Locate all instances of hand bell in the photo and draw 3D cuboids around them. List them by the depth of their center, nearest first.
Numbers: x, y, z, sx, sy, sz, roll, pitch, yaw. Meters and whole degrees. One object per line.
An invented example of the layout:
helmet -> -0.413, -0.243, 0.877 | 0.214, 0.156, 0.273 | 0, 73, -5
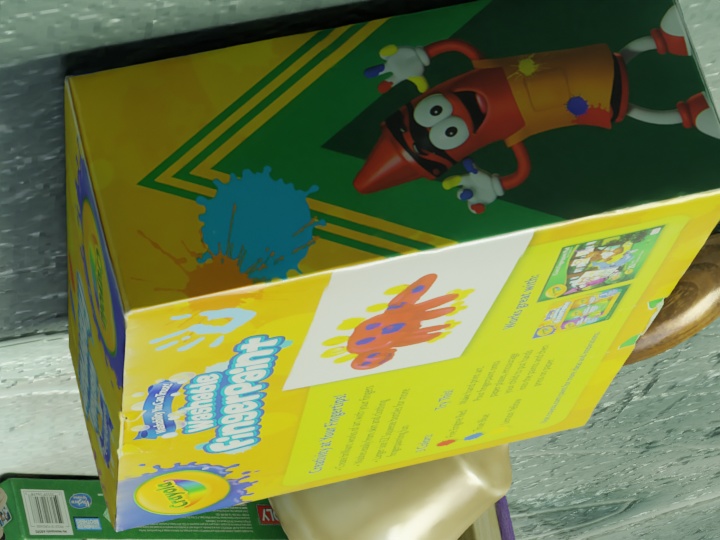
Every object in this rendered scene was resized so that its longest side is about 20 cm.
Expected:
hand bell -> 0.068, 0.044, 0.850 | 0.200, 0.104, 0.104 | -35, 155, 18

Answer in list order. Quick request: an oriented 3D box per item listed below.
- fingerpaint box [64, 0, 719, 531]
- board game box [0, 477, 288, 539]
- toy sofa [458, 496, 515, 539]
fingerpaint box -> 0.000, 0.000, 0.664 | 0.166, 0.074, 0.200 | -12, 160, -11
board game box -> -0.117, 0.130, 1.001 | 0.134, 0.029, 0.200 | -31, 155, 35
toy sofa -> 0.047, 0.161, 0.953 | 0.083, 0.200, 0.097 | -30, 150, 34
